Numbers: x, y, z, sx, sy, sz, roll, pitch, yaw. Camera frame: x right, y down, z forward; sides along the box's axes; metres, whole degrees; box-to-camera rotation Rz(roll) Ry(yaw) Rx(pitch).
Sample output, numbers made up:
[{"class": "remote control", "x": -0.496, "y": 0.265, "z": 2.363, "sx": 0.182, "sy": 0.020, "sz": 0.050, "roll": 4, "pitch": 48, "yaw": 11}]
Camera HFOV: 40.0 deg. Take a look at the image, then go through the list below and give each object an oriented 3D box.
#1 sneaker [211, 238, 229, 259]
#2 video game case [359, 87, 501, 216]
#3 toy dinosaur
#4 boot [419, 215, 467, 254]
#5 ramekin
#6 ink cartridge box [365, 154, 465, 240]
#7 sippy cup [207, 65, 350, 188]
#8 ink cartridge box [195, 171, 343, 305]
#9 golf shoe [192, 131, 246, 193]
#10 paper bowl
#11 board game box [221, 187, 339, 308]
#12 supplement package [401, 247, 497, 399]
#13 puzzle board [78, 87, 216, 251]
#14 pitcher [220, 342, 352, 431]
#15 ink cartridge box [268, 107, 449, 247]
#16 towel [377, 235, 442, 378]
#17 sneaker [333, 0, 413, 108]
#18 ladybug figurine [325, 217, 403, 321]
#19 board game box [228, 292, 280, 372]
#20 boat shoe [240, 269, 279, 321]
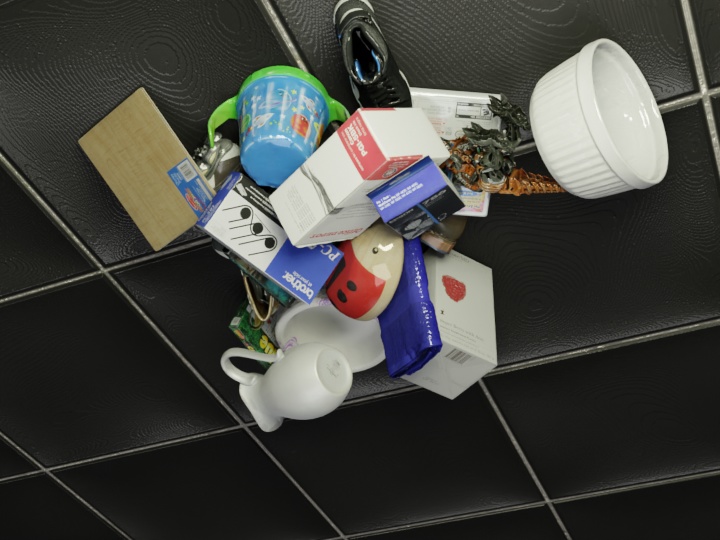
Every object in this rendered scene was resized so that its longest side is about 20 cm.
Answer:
[{"class": "sneaker", "x": -0.141, "y": -0.075, "z": 1.541, "sx": 0.199, "sy": 0.075, "sz": 0.085, "roll": -10, "pitch": 121, "yaw": 10}, {"class": "video game case", "x": 0.093, "y": -0.169, "z": 1.408, "sx": 0.199, "sy": 0.024, "sz": 0.183, "roll": 4, "pitch": 119, "yaw": -2}, {"class": "toy dinosaur", "x": 0.180, "y": -0.154, "z": 1.334, "sx": 0.199, "sy": 0.102, "sz": 0.136, "roll": 7, "pitch": 137, "yaw": 4}, {"class": "boot", "x": 0.079, "y": -0.114, "z": 1.494, "sx": 0.200, "sy": 0.075, "sz": 0.097, "roll": 29, "pitch": 109, "yaw": -18}, {"class": "ramekin", "x": 0.307, "y": -0.189, "z": 1.292, "sx": 0.105, "sy": 0.201, "sz": 0.200, "roll": -22, "pitch": 133, "yaw": 37}, {"class": "ink cartridge box", "x": 0.078, "y": -0.093, "z": 1.330, "sx": 0.099, "sy": 0.039, "sz": 0.200, "roll": -31, "pitch": 165, "yaw": 10}, {"class": "sippy cup", "x": -0.111, "y": -0.188, "z": 1.360, "sx": 0.177, "sy": 0.131, "sz": 0.140, "roll": -24, "pitch": 130, "yaw": 27}, {"class": "ink cartridge box", "x": -0.127, "y": -0.045, "z": 1.404, "sx": 0.200, "sy": 0.094, "sz": 0.044, "roll": 39, "pitch": 171, "yaw": -28}, {"class": "golf shoe", "x": -0.230, "y": -0.115, "z": 1.486, "sx": 0.094, "sy": 0.078, "sz": 0.200, "roll": 24, "pitch": 135, "yaw": -21}, {"class": "paper bowl", "x": -0.041, "y": 0.076, "z": 1.662, "sx": 0.200, "sy": 0.105, "sz": 0.201, "roll": 1, "pitch": 138, "yaw": 1}, {"class": "board game box", "x": -0.096, "y": -0.063, "z": 1.462, "sx": 0.135, "sy": 0.200, "sz": 0.028, "roll": 43, "pitch": 167, "yaw": -29}, {"class": "supplement package", "x": 0.134, "y": 0.079, "z": 1.583, "sx": 0.121, "sy": 0.201, "sz": 0.120, "roll": 24, "pitch": 134, "yaw": -22}, {"class": "puzzle board", "x": -0.305, "y": -0.144, "z": 1.439, "sx": 0.150, "sy": 0.017, "sz": 0.200, "roll": -30, "pitch": 99, "yaw": 31}, {"class": "pitcher", "x": -0.125, "y": 0.175, "z": 1.626, "sx": 0.200, "sy": 0.121, "sz": 0.172, "roll": -25, "pitch": 118, "yaw": 41}, {"class": "ink cartridge box", "x": -0.004, "y": -0.124, "z": 1.312, "sx": 0.200, "sy": 0.083, "sz": 0.147, "roll": -39, "pitch": 163, "yaw": 35}, {"class": "towel", "x": 0.070, "y": 0.046, "z": 1.471, "sx": 0.049, "sy": 0.201, "sz": 0.148, "roll": 0, "pitch": 157, "yaw": -25}, {"class": "sneaker", "x": 0.017, "y": -0.246, "z": 1.281, "sx": 0.073, "sy": 0.112, "sz": 0.200, "roll": -21, "pitch": 124, "yaw": 10}, {"class": "ladybug figurine", "x": 0.000, "y": 0.000, "z": 1.473, "sx": 0.072, "sy": 0.136, "sz": 0.200, "roll": 0, "pitch": 143, "yaw": -25}, {"class": "board game box", "x": -0.151, "y": 0.115, "z": 1.712, "sx": 0.023, "sy": 0.105, "sz": 0.200, "roll": 4, "pitch": 144, "yaw": 34}, {"class": "boat shoe", "x": -0.155, "y": -0.016, "z": 1.489, "sx": 0.071, "sy": 0.076, "sz": 0.201, "roll": -8, "pitch": 120, "yaw": 10}]
